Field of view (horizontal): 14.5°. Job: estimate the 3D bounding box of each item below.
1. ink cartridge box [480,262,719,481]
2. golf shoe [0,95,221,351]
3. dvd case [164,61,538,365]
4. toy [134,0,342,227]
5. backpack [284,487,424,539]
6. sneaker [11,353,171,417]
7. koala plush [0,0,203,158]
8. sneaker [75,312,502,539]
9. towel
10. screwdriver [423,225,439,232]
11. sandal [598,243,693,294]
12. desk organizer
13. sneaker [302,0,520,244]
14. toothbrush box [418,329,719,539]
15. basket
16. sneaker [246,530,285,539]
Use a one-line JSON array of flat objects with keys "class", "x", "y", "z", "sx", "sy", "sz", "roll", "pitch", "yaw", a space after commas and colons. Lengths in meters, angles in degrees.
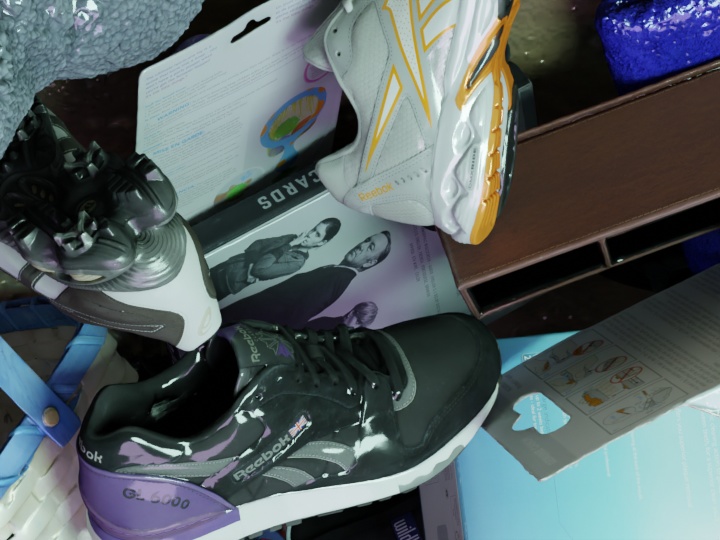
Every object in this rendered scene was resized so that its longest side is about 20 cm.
[{"class": "ink cartridge box", "x": 0.155, "y": 0.047, "z": 1.239, "sx": 0.199, "sy": 0.162, "sz": 0.050, "roll": -29, "pitch": 104, "yaw": -5}, {"class": "golf shoe", "x": -0.131, "y": -0.016, "z": 1.216, "sx": 0.078, "sy": 0.200, "sz": 0.095, "roll": -45, "pitch": 127, "yaw": -11}, {"class": "dvd case", "x": 0.000, "y": 0.000, "z": 1.337, "sx": 0.199, "sy": 0.025, "sz": 0.151, "roll": -28, "pitch": 142, "yaw": -13}, {"class": "toy", "x": -0.065, "y": -0.064, "z": 1.271, "sx": 0.115, "sy": 0.047, "sz": 0.201, "roll": -30, "pitch": 153, "yaw": -23}, {"class": "backpack", "x": 0.085, "y": 0.160, "z": 1.479, "sx": 0.199, "sy": 0.178, "sz": 0.150, "roll": -32, "pitch": 157, "yaw": 17}, {"class": "sneaker", "x": -0.073, "y": 0.059, "z": 1.419, "sx": 0.199, "sy": 0.060, "sz": 0.104, "roll": 25, "pitch": 127, "yaw": -39}, {"class": "koala plush", "x": -0.140, "y": -0.118, "z": 1.130, "sx": 0.199, "sy": 0.185, "sz": 0.177, "roll": -15, "pitch": 165, "yaw": -35}, {"class": "sneaker", "x": -0.027, "y": 0.057, "z": 1.211, "sx": 0.199, "sy": 0.076, "sz": 0.088, "roll": -24, "pitch": 139, "yaw": -18}, {"class": "towel", "x": 0.199, "y": -0.078, "z": 1.297, "sx": 0.147, "sy": 0.050, "sz": 0.200, "roll": -28, "pitch": 133, "yaw": 1}, {"class": "screwdriver", "x": 0.036, "y": -0.107, "z": 1.243, "sx": 0.029, "sy": 0.028, "sz": 0.201, "roll": 0, "pitch": 120, "yaw": 3}, {"class": "sandal", "x": 0.190, "y": 0.002, "z": 1.417, "sx": 0.199, "sy": 0.043, "sz": 0.076, "roll": 20, "pitch": 131, "yaw": -31}, {"class": "desk organizer", "x": 0.133, "y": -0.030, "z": 1.242, "sx": 0.199, "sy": 0.077, "sz": 0.072, "roll": -20, "pitch": 134, "yaw": 4}, {"class": "sneaker", "x": 0.021, "y": -0.113, "z": 1.182, "sx": 0.091, "sy": 0.076, "sz": 0.202, "roll": 8, "pitch": 101, "yaw": 12}, {"class": "toothbrush box", "x": 0.132, "y": 0.101, "z": 1.358, "sx": 0.198, "sy": 0.148, "sz": 0.085, "roll": -7, "pitch": 174, "yaw": -12}, {"class": "basket", "x": -0.190, "y": 0.064, "z": 1.279, "sx": 0.176, "sy": 0.140, "sz": 0.200, "roll": -3, "pitch": 141, "yaw": 49}, {"class": "sneaker", "x": -0.092, "y": 0.170, "z": 1.509, "sx": 0.079, "sy": 0.096, "sz": 0.200, "roll": -25, "pitch": 138, "yaw": 17}]
